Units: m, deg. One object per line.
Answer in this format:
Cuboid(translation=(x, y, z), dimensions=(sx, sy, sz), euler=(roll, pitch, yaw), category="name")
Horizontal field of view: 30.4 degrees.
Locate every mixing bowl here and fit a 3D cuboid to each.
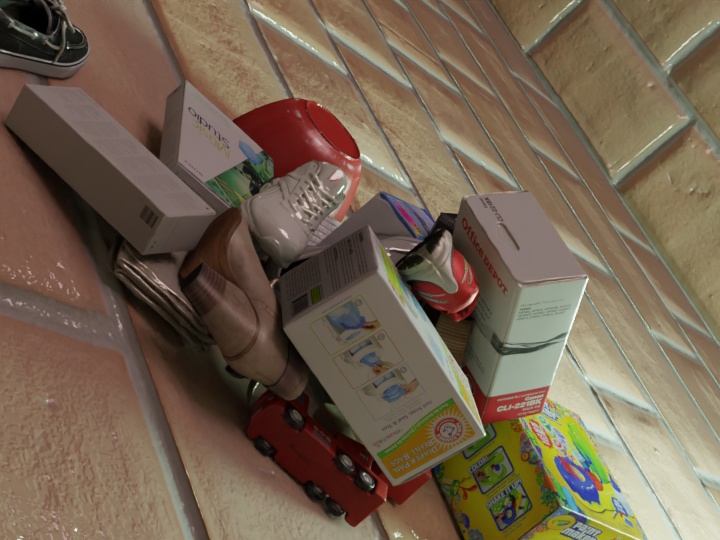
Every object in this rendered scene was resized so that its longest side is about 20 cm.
Cuboid(translation=(-0.070, -0.140, 1.653), dimensions=(0.200, 0.108, 0.200), euler=(43, 20, -19), category="mixing bowl")

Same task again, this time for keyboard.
Cuboid(translation=(-0.054, -0.046, 1.559), dimensions=(0.200, 0.011, 0.057), euler=(29, 55, -64), category="keyboard")

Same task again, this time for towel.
Cuboid(translation=(-0.178, -0.007, 1.288), dimensions=(0.133, 0.034, 0.200), euler=(45, 19, -16), category="towel")

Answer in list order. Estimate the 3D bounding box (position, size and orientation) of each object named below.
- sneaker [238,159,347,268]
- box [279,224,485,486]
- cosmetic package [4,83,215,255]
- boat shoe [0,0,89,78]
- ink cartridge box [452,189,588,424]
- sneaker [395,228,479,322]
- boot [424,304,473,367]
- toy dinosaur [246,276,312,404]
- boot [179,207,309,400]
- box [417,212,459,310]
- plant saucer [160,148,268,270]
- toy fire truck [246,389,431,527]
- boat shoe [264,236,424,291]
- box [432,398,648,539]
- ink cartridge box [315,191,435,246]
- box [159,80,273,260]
Cuboid(translation=(-0.062, -0.072, 1.364), dimensions=(0.078, 0.099, 0.200), euler=(52, 17, -15), category="sneaker")
Cuboid(translation=(0.019, 0.079, 1.229), dimensions=(0.201, 0.101, 0.113), euler=(57, 9, -22), category="box")
Cuboid(translation=(-0.234, -0.095, 1.237), dimensions=(0.200, 0.051, 0.082), euler=(42, 23, 19), category="cosmetic package")
Cuboid(translation=(-0.328, -0.249, 1.353), dimensions=(0.074, 0.068, 0.199), euler=(54, 20, 14), category="boat shoe")
Cuboid(translation=(0.149, 0.037, 1.389), dimensions=(0.083, 0.201, 0.145), euler=(-8, 44, -20), category="ink cartridge box")
Cuboid(translation=(0.078, 0.012, 1.316), dimensions=(0.085, 0.077, 0.200), euler=(50, 3, -1), category="sneaker")
Cuboid(translation=(0.005, 0.092, 1.348), dimensions=(0.199, 0.156, 0.074), euler=(20, 10, -9), category="boot")
Cuboid(translation=(-0.078, 0.065, 1.333), dimensions=(0.101, 0.058, 0.200), euler=(53, 20, 6), category="toy dinosaur")
Cuboid(translation=(-0.098, 0.034, 1.237), dimensions=(0.146, 0.070, 0.200), euler=(46, 23, -16), category="boot")
Cuboid(translation=(0.090, 0.030, 1.545), dimensions=(0.044, 0.201, 0.160), euler=(34, 14, 21), category="box")
Cuboid(translation=(-0.150, -0.073, 1.476), dimensions=(0.200, 0.029, 0.200), euler=(41, 21, -20), category="plant saucer")
Cuboid(translation=(-0.019, 0.171, 1.278), dimensions=(0.200, 0.049, 0.141), euler=(43, 19, -13), category="toy fire truck")
Cuboid(translation=(0.000, 0.000, 1.411), dimensions=(0.198, 0.073, 0.066), euler=(4, 9, -13), category="boat shoe")
Cuboid(translation=(0.192, 0.243, 1.492), dimensions=(0.200, 0.122, 0.193), euler=(29, 27, -45), category="box")
Cuboid(translation=(0.028, -0.013, 1.563), dimensions=(0.077, 0.136, 0.200), euler=(54, 13, 15), category="ink cartridge box")
Cuboid(translation=(-0.153, -0.110, 1.439), dimensions=(0.144, 0.036, 0.200), euler=(41, 22, -26), category="box")
